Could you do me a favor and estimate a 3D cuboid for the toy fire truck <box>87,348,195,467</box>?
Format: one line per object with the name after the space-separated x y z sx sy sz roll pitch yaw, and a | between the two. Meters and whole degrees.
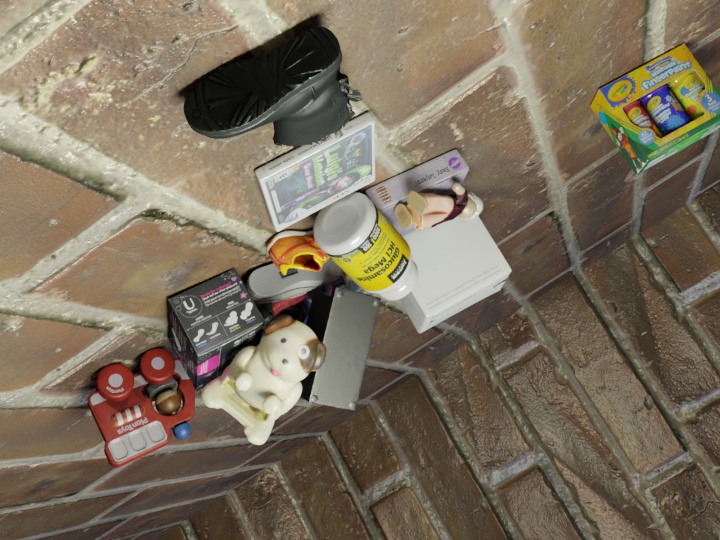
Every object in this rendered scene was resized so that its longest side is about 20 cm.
-0.392 0.251 1.540 0.198 0.169 0.112 -20 161 -31 | toy fire truck

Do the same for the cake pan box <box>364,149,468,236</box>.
0.091 -0.122 1.507 0.198 0.053 0.184 -26 165 -14 | cake pan box

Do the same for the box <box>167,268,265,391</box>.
-0.252 0.105 1.456 0.131 0.115 0.200 -26 164 -22 | box

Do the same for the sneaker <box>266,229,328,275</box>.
-0.071 -0.034 1.433 0.199 0.078 0.073 -19 159 -39 | sneaker

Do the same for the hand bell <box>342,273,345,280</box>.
-0.059 0.064 1.719 0.104 0.105 0.200 -12 150 -47 | hand bell

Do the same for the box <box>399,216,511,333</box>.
0.156 -0.018 1.656 0.197 0.201 0.131 -27 164 -10 | box

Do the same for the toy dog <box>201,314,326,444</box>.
-0.139 0.167 1.407 0.194 0.140 0.200 -39 173 -49 | toy dog

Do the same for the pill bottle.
0.017 -0.033 1.400 0.112 0.113 0.200 -33 138 12 | pill bottle

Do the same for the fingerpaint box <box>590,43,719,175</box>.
0.568 -0.306 1.590 0.198 0.168 0.073 -27 166 -7 | fingerpaint box

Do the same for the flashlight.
-0.122 0.055 1.556 0.199 0.069 0.068 -28 -164 -20 | flashlight

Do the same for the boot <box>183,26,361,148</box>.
-0.094 -0.187 0.964 0.197 0.074 0.163 -30 167 -5 | boot

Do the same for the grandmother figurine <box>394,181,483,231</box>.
0.144 -0.106 1.462 0.199 0.061 0.121 -9 161 -47 | grandmother figurine

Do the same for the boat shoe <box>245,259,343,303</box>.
-0.118 0.015 1.505 0.199 0.072 0.066 -22 166 -32 | boat shoe

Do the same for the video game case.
-0.060 -0.139 1.239 0.181 0.023 0.200 -29 163 -8 | video game case

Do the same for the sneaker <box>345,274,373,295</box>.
0.000 0.000 1.582 0.070 0.081 0.200 -33 169 6 | sneaker

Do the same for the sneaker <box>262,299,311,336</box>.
-0.184 0.119 1.637 0.199 0.077 0.111 -30 178 11 | sneaker

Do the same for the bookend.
-0.065 0.129 1.519 0.091 0.201 0.200 14 177 -24 | bookend
